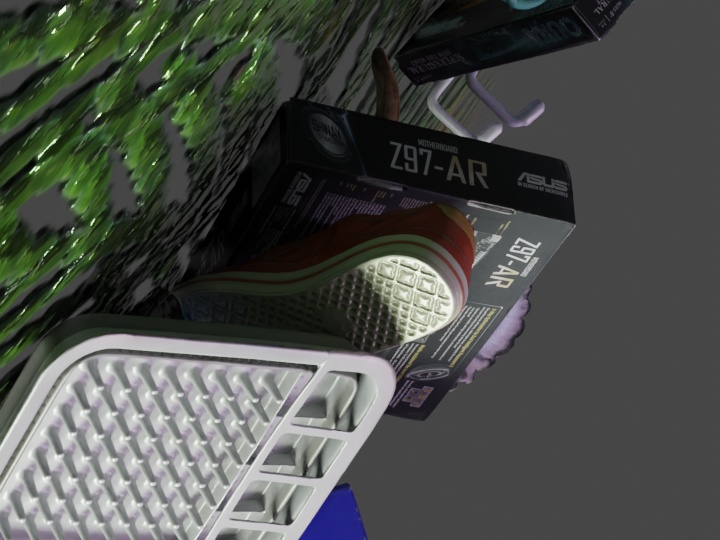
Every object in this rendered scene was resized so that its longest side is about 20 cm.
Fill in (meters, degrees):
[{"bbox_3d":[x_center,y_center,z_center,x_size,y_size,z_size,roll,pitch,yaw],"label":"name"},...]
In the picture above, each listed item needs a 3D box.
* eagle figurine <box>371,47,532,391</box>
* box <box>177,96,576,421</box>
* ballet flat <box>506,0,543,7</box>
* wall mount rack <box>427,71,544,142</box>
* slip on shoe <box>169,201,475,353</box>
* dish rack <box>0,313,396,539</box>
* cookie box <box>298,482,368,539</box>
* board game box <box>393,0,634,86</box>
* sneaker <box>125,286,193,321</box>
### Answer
[{"bbox_3d":[0.029,-0.020,1.461,0.152,0.151,0.200,-61,170,-8],"label":"eagle figurine"},{"bbox_3d":[0.000,0.000,1.318,0.200,0.160,0.044,123,-28,-48],"label":"box"},{"bbox_3d":[0.098,-0.187,1.235,0.067,0.070,0.200,-48,174,-18],"label":"ballet flat"},{"bbox_3d":[0.124,-0.163,1.606,0.174,0.075,0.200,-50,-174,-9],"label":"wall mount rack"},{"bbox_3d":[-0.022,0.012,1.245,0.200,0.074,0.061,-18,-154,39],"label":"slip on shoe"},{"bbox_3d":[-0.097,0.085,1.187,0.200,0.044,0.172,6,129,-39],"label":"dish rack"},{"bbox_3d":[-0.057,0.233,1.312,0.171,0.200,0.075,-15,168,-9],"label":"cookie box"},{"bbox_3d":[0.113,-0.170,1.419,0.135,0.028,0.200,-49,-162,-21],"label":"board game box"},{"bbox_3d":[-0.110,0.082,1.278,0.078,0.090,0.200,-49,174,-33],"label":"sneaker"}]
